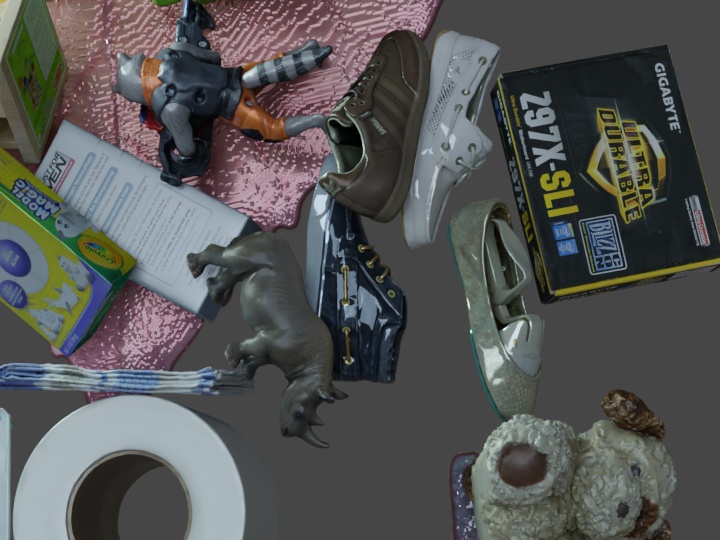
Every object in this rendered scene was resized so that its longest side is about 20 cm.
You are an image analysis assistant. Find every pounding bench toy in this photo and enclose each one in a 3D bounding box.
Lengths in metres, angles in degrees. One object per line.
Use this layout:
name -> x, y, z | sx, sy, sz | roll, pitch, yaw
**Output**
pounding bench toy -> -0.361, -0.211, 1.636 | 0.155, 0.125, 0.201 | 0, 50, 10

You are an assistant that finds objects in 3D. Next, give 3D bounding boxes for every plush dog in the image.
plush dog -> 0.182, 0.188, 1.491 | 0.171, 0.161, 0.201 | -9, 107, -6

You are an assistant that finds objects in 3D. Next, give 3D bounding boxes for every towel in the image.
towel -> -0.199, 0.095, 1.547 | 0.198, 0.147, 0.024 | 1, 85, 11

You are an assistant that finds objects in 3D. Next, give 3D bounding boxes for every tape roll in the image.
tape roll -> -0.179, 0.212, 1.527 | 0.201, 0.139, 0.204 | -1, 81, 9

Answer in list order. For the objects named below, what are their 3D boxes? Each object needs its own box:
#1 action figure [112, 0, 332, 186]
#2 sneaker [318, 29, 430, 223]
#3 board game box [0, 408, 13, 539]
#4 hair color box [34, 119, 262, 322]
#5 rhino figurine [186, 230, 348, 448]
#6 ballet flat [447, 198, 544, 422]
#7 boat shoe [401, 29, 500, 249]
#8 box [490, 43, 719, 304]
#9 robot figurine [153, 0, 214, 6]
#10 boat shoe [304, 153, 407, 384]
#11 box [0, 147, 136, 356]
action figure -> -0.125, -0.182, 1.592 | 0.192, 0.105, 0.201 | -2, 62, -8
sneaker -> 0.010, -0.138, 1.544 | 0.075, 0.070, 0.201 | 21, 52, -22
board game box -> -0.410, 0.230, 1.621 | 0.198, 0.026, 0.202 | -3, 79, 8
hair color box -> -0.201, -0.044, 1.616 | 0.199, 0.061, 0.099 | 28, 86, 12
rhino figurine -> -0.069, 0.059, 1.523 | 0.087, 0.060, 0.201 | -26, 81, 10
ballet flat -> 0.124, 0.033, 1.540 | 0.062, 0.067, 0.201 | -25, 75, 37
boat shoe -> 0.083, -0.114, 1.575 | 0.069, 0.071, 0.201 | 10, 81, 11
box -> 0.211, -0.083, 1.541 | 0.159, 0.049, 0.201 | -11, 78, -7
robot figurine -> -0.112, -0.317, 1.616 | 0.199, 0.116, 0.176 | -23, 45, 1
boat shoe -> 0.000, 0.000, 1.574 | 0.090, 0.071, 0.202 | 6, 89, 10
box -> -0.304, -0.028, 1.586 | 0.200, 0.048, 0.117 | 40, 133, 4
